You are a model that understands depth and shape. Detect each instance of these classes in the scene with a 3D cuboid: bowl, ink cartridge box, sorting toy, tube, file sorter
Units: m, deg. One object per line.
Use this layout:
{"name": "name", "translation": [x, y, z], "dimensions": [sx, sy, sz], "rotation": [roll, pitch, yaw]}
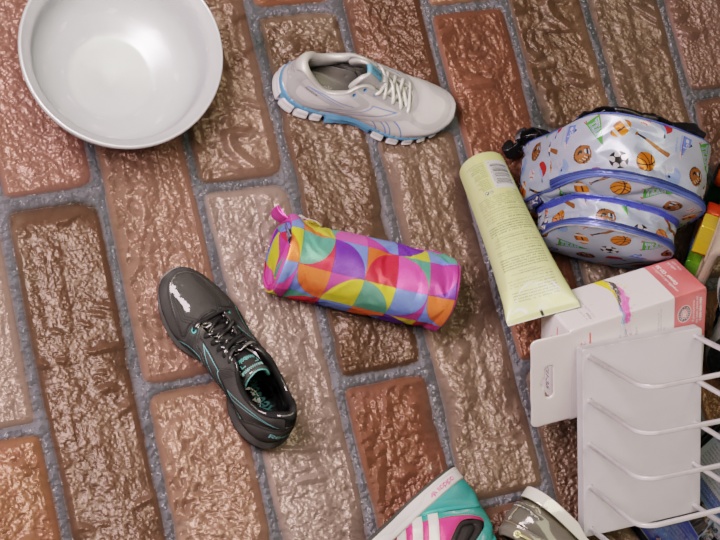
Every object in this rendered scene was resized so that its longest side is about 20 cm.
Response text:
{"name": "bowl", "translation": [-0.241, -0.201, 1.584], "dimensions": [0.200, 0.090, 0.203], "rotation": [5, 74, -19]}
{"name": "ink cartridge box", "translation": [0.250, 0.075, 1.654], "dimensions": [0.199, 0.068, 0.117], "rotation": [-16, 125, -16]}
{"name": "sorting toy", "translation": [0.374, -0.059, 1.703], "dimensions": [0.036, 0.200, 0.186], "rotation": [22, 65, 4]}
{"name": "tube", "translation": [0.154, -0.032, 1.659], "dimensions": [0.052, 0.058, 0.201], "rotation": [21, 39, -44]}
{"name": "file sorter", "translation": [0.302, 0.176, 1.590], "dimensions": [0.138, 0.124, 0.202], "rotation": [-9, 108, -19]}

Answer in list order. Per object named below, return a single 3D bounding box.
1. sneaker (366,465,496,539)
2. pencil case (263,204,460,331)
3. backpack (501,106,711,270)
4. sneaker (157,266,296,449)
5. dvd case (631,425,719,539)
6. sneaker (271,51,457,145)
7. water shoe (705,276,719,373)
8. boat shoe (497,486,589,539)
{"name": "sneaker", "translation": [0.059, 0.294, 1.557], "dimensions": [0.200, 0.084, 0.121], "rotation": [-38, 80, -26]}
{"name": "pencil case", "translation": [0.000, 0.000, 1.618], "dimensions": [0.199, 0.088, 0.089], "rotation": [16, 70, -17]}
{"name": "backpack", "translation": [0.267, -0.089, 1.677], "dimensions": [0.198, 0.191, 0.155], "rotation": [8, 70, -16]}
{"name": "sneaker", "translation": [-0.121, 0.075, 1.555], "dimensions": [0.075, 0.079, 0.201], "rotation": [-35, 87, -24]}
{"name": "dvd case", "translation": [0.386, 0.252, 1.717], "dimensions": [0.200, 0.018, 0.143], "rotation": [-37, 89, -24]}
{"name": "sneaker", "translation": [0.013, -0.184, 1.673], "dimensions": [0.198, 0.087, 0.076], "rotation": [7, 71, -19]}
{"name": "water shoe", "translation": [0.410, 0.043, 1.698], "dimensions": [0.071, 0.201, 0.079], "rotation": [16, 56, 17]}
{"name": "boat shoe", "translation": [0.223, 0.305, 1.617], "dimensions": [0.202, 0.072, 0.060], "rotation": [44, 76, -3]}
